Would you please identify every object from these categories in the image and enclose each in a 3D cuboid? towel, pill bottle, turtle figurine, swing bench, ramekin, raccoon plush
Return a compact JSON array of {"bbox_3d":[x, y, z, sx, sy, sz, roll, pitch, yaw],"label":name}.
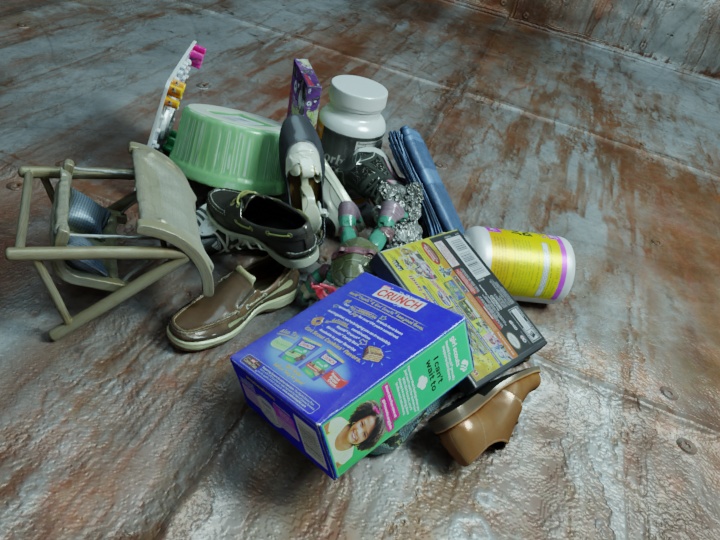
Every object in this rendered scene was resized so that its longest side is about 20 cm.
[{"bbox_3d":[0.106,-0.134,1.067,0.201,0.048,0.112,66,19,4],"label":"towel"},{"bbox_3d":[0.210,-0.010,0.984,0.198,0.105,0.105,6,35,-13],"label":"pill bottle"},{"bbox_3d":[0.000,0.000,0.861,0.148,0.101,0.201,11,60,0],"label":"turtle figurine"},{"bbox_3d":[-0.294,-0.051,0.794,0.198,0.131,0.199,-17,41,-11],"label":"swing bench"},{"bbox_3d":[-0.021,-0.212,1.097,0.115,0.201,0.117,9,34,-6],"label":"pill bottle"},{"bbox_3d":[-0.202,-0.198,1.055,0.198,0.099,0.200,13,18,-4],"label":"ramekin"},{"bbox_3d":[0.082,-0.039,0.951,0.096,0.135,0.200,-17,45,-39],"label":"raccoon plush"}]

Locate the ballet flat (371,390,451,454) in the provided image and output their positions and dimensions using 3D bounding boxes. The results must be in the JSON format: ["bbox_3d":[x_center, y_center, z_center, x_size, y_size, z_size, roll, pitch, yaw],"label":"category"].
[{"bbox_3d":[0.065,0.134,0.764,0.074,0.075,0.200,26,36,16],"label":"ballet flat"}]

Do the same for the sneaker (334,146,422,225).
[{"bbox_3d":[0.045,-0.126,1.059,0.199,0.080,0.087,22,31,-48],"label":"sneaker"}]

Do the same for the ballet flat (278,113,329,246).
[{"bbox_3d":[-0.079,-0.124,0.954,0.072,0.202,0.073,-2,15,1],"label":"ballet flat"}]

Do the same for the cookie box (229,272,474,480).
[{"bbox_3d":[-0.008,0.099,0.701,0.199,0.076,0.171,-31,34,-28],"label":"cookie box"}]

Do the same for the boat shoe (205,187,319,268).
[{"bbox_3d":[-0.134,-0.073,0.866,0.200,0.061,0.072,28,50,30],"label":"boat shoe"}]

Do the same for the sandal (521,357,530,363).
[{"bbox_3d":[0.138,0.077,0.874,0.199,0.055,0.082,18,43,-21],"label":"sandal"}]

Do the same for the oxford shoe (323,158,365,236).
[{"bbox_3d":[-0.063,-0.137,1.023,0.057,0.201,0.075,-31,9,5],"label":"oxford shoe"}]

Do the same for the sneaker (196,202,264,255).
[{"bbox_3d":[-0.165,-0.039,0.933,0.199,0.076,0.115,21,43,23],"label":"sneaker"}]

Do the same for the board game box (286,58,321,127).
[{"bbox_3d":[-0.102,-0.236,1.101,0.032,0.201,0.120,2,36,-15],"label":"board game box"}]

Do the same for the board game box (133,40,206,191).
[{"bbox_3d":[-0.300,-0.239,1.039,0.026,0.201,0.201,20,33,-14],"label":"board game box"}]

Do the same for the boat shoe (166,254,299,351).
[{"bbox_3d":[-0.157,0.027,0.825,0.074,0.075,0.202,31,38,23],"label":"boat shoe"}]

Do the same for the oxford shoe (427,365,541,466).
[{"bbox_3d":[0.159,0.168,0.771,0.199,0.071,0.072,-21,78,-43],"label":"oxford shoe"}]

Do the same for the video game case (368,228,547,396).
[{"bbox_3d":[0.128,0.043,0.834,0.180,0.026,0.201,-17,65,-46],"label":"video game case"}]
